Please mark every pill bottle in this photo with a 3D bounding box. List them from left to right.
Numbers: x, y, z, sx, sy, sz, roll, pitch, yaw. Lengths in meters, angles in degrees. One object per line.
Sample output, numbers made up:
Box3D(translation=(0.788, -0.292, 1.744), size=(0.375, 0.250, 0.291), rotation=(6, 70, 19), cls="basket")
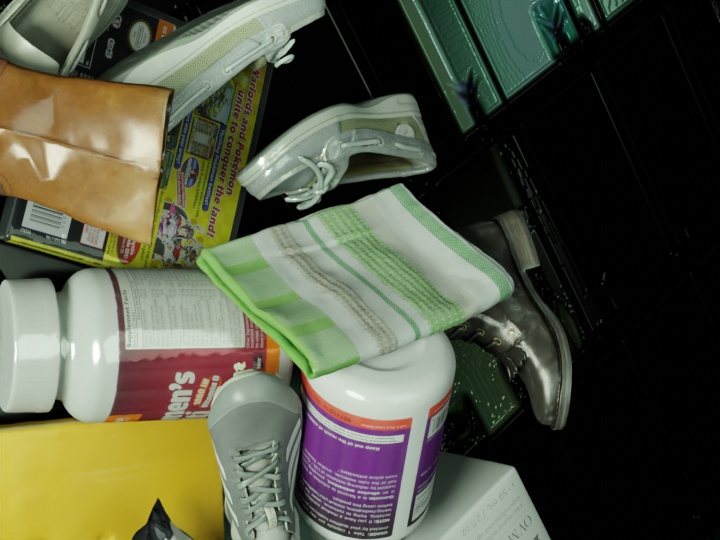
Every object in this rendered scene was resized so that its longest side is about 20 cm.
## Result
Box3D(translation=(-0.156, 0.053, 0.856), size=(0.198, 0.109, 0.111), rotation=(0, 89, -26), cls="pill bottle")
Box3D(translation=(0.005, 0.129, 0.898), size=(0.112, 0.112, 0.202), rotation=(-21, 135, -32), cls="pill bottle")

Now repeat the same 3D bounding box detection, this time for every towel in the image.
Box3D(translation=(0.000, 0.000, 0.869), size=(0.199, 0.149, 0.031), rotation=(-19, 135, -38), cls="towel")

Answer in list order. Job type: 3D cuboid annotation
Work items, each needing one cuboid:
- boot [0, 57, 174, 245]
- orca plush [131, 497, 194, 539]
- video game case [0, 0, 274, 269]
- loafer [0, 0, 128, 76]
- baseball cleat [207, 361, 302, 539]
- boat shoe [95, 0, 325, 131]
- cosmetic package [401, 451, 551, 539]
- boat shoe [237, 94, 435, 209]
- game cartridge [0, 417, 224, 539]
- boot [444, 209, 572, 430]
Box3D(translation=(-0.233, -0.050, 0.784), size=(0.198, 0.068, 0.191), rotation=(14, 93, -10), cls="boot")
Box3D(translation=(-0.114, 0.263, 0.859), size=(0.071, 0.105, 0.200), rotation=(-35, 126, 5), cls="orca plush")
Box3D(translation=(-0.166, -0.097, 0.908), size=(0.179, 0.025, 0.202), rotation=(17, 79, -32), cls="video game case")
Box3D(translation=(-0.234, -0.146, 0.818), size=(0.070, 0.070, 0.201), rotation=(34, 81, -1), cls="loafer")
Box3D(translation=(-0.065, 0.156, 0.847), size=(0.069, 0.201, 0.107), rotation=(-13, 53, -9), cls="baseball cleat")
Box3D(translation=(-0.106, -0.159, 0.895), size=(0.201, 0.074, 0.065), rotation=(-35, 113, -26), cls="boat shoe")
Box3D(translation=(0.072, 0.298, 1.005), size=(0.199, 0.122, 0.201), rotation=(-38, 111, -28), cls="cosmetic package")
Box3D(translation=(-0.013, -0.091, 0.953), size=(0.201, 0.074, 0.065), rotation=(-22, 81, -48), cls="boat shoe")
Box3D(translation=(-0.192, 0.195, 0.867), size=(0.198, 0.032, 0.179), rotation=(-1, 90, -36), cls="game cartridge")
Box3D(translation=(0.068, 0.048, 0.954), size=(0.172, 0.069, 0.202), rotation=(-13, 71, -7), cls="boot")
